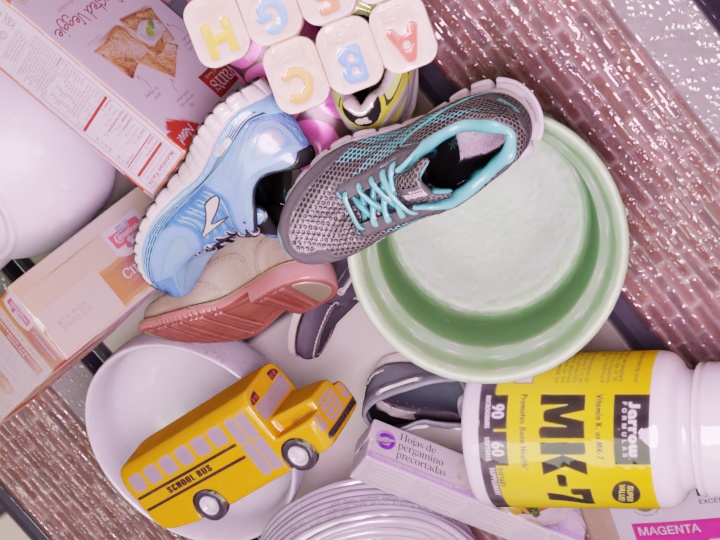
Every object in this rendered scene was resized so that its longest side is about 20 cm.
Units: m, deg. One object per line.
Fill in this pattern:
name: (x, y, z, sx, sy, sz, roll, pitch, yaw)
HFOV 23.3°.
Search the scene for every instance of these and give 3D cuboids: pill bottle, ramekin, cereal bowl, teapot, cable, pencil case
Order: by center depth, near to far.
ramekin: (0.091, -0.029, 1.261, 0.197, 0.098, 0.203, 1, 106, 4)
pill bottle: (0.182, 0.116, 1.274, 0.198, 0.115, 0.115, -3, 118, 20)
pencil case: (-0.060, -0.158, 1.297, 0.090, 0.094, 0.201, -31, 101, 9)
teapot: (-0.300, -0.081, 1.384, 0.196, 0.146, 0.201, -12, 121, 46)
cable: (0.008, 0.257, 1.477, 0.199, 0.070, 0.200, 32, 121, -30)
cereal bowl: (-0.131, 0.129, 1.496, 0.198, 0.083, 0.202, 11, 123, 18)

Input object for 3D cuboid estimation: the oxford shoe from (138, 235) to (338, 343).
oxford shoe: (-0.096, 0.007, 1.366, 0.199, 0.070, 0.075, -19, 65, 34)

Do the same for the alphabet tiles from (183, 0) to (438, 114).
alphabet tiles: (-0.034, -0.214, 1.168, 0.198, 0.015, 0.198, -19, 95, 13)

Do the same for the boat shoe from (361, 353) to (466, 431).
boat shoe: (0.094, 0.108, 1.395, 0.198, 0.062, 0.074, 2, 120, 23)

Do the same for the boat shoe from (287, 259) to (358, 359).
boat shoe: (0.000, 0.000, 1.370, 0.062, 0.073, 0.201, 29, 121, 6)

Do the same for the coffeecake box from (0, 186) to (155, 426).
coffeecake box: (-0.237, 0.032, 1.405, 0.073, 0.153, 0.200, 50, 145, -2)

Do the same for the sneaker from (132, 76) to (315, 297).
sneaker: (-0.098, -0.042, 1.274, 0.090, 0.078, 0.201, 42, 130, 8)

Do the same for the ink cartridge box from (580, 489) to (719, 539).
ink cartridge box: (0.282, 0.199, 1.357, 0.198, 0.075, 0.166, -10, 115, 29)

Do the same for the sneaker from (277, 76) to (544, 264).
sneaker: (0.028, -0.063, 1.157, 0.199, 0.091, 0.078, -31, 100, 12)

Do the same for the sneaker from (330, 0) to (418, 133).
sneaker: (0.012, -0.193, 1.216, 0.074, 0.076, 0.203, -4, 92, 9)

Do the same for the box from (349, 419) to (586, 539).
box: (0.090, 0.179, 1.416, 0.198, 0.039, 0.042, 22, 141, -9)

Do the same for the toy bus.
toy bus: (-0.097, 0.138, 1.397, 0.199, 0.065, 0.079, -33, 101, 35)

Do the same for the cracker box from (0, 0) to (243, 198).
cracker box: (-0.191, -0.163, 1.320, 0.200, 0.134, 0.058, 40, 125, -3)

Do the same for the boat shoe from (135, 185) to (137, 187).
boat shoe: (-0.145, -0.066, 1.404, 0.068, 0.057, 0.201, -30, 104, 35)
